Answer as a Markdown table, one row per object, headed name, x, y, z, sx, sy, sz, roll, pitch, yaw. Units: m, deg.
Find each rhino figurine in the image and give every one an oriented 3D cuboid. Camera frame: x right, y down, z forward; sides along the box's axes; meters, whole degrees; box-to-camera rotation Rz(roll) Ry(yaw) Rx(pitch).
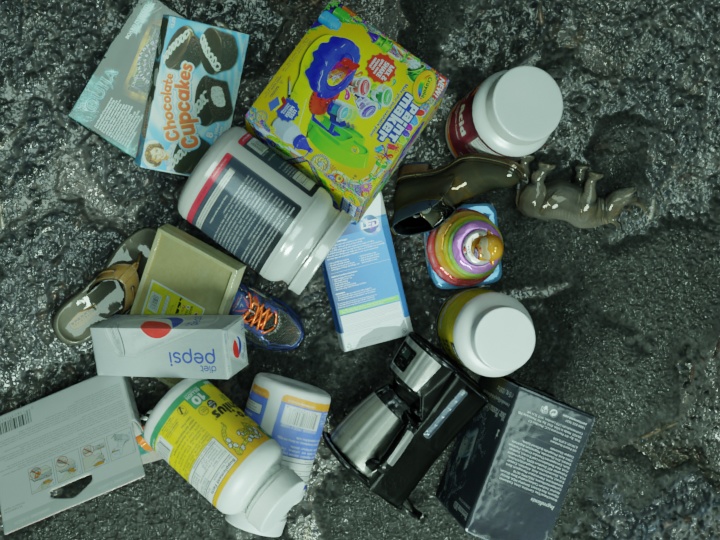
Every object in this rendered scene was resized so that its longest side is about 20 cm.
| name | x | y | z | sx | sy | sz | roll | pitch | yaw |
| --- | --- | --- | --- | --- | --- | --- | --- | --- | --- |
| rhino figurine | 0.311 | -0.103 | 1.696 | 0.197 | 0.060 | 0.089 | 11 | 110 | -9 |

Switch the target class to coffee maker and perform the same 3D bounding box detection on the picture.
| name | x | y | z | sx | sy | sz | roll | pitch | yaw |
| --- | --- | --- | --- | --- | --- | --- | --- | --- | --- |
| coffee maker | 0.075 | 0.211 | 1.647 | 0.200 | 0.135 | 0.192 | -48 | 138 | 1 |

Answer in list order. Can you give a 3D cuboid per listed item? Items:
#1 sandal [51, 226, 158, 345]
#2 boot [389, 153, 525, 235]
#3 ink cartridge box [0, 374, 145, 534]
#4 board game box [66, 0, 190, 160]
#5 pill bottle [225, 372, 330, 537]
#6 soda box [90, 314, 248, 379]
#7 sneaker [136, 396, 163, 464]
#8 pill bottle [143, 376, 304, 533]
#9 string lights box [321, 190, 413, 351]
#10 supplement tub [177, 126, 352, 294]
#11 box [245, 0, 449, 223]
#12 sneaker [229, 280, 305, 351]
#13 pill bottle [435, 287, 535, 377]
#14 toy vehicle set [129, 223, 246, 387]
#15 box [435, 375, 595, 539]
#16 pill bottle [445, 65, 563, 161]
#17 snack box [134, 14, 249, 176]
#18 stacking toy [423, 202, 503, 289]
| name | x | y | z | sx | sy | sz | roll | pitch | yaw |
| --- | --- | --- | --- | --- | --- | --- | --- | --- | --- |
| sandal | -0.336 | 0.024 | 1.618 | 0.199 | 0.055 | 0.082 | -39 | 96 | -5 |
| boot | 0.126 | -0.096 | 1.611 | 0.075 | 0.198 | 0.098 | 42 | 56 | -41 |
| ink cartridge box | -0.380 | 0.239 | 1.568 | 0.197 | 0.044 | 0.175 | -22 | 56 | -1 |
| board game box | -0.290 | -0.258 | 1.628 | 0.134 | 0.028 | 0.202 | 32 | 88 | -7 |
| pill bottle | -0.117 | 0.250 | 1.627 | 0.110 | 0.112 | 0.203 | 17 | 90 | -8 |
| soda box | -0.248 | 0.097 | 1.553 | 0.197 | 0.063 | 0.069 | 0 | 104 | 21 |
| sneaker | -0.280 | 0.215 | 1.628 | 0.197 | 0.071 | 0.081 | -13 | 92 | -14 |
| pill bottle | -0.170 | 0.236 | 1.526 | 0.199 | 0.113 | 0.113 | 39 | 87 | 16 |
| string lights box | 0.000 | 0.000 | 1.660 | 0.101 | 0.059 | 0.203 | -13 | 93 | -7 |
| supplement tub | -0.124 | -0.077 | 1.557 | 0.199 | 0.140 | 0.141 | 36 | 87 | -1 |
| box | -0.020 | -0.209 | 1.590 | 0.191 | 0.122 | 0.201 | 34 | 77 | 3 |
| sneaker | -0.164 | 0.050 | 1.630 | 0.198 | 0.078 | 0.076 | 30 | 89 | -7 |
| pill bottle | 0.171 | 0.083 | 1.614 | 0.109 | 0.200 | 0.113 | 0 | 91 | -7 |
| toy vehicle set | -0.240 | 0.054 | 1.589 | 0.123 | 0.026 | 0.202 | 28 | 113 | 12 |
| box | 0.204 | 0.256 | 1.625 | 0.116 | 0.197 | 0.203 | 21 | 89 | -8 |
| pill bottle | 0.191 | -0.202 | 1.602 | 0.112 | 0.200 | 0.116 | 1 | 85 | -12 |
| snack box | -0.226 | -0.229 | 1.604 | 0.115 | 0.037 | 0.203 | 8 | 99 | -27 |
| stacking toy | 0.154 | -0.030 | 1.608 | 0.108 | 0.200 | 0.118 | -6 | 94 | -7 |
